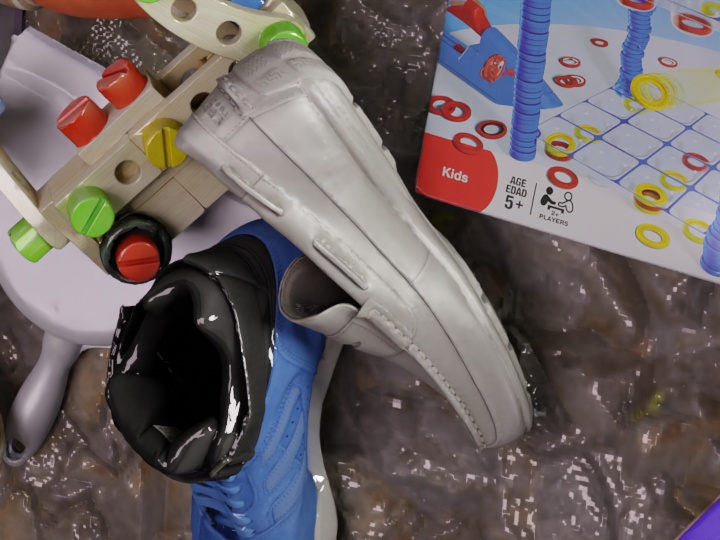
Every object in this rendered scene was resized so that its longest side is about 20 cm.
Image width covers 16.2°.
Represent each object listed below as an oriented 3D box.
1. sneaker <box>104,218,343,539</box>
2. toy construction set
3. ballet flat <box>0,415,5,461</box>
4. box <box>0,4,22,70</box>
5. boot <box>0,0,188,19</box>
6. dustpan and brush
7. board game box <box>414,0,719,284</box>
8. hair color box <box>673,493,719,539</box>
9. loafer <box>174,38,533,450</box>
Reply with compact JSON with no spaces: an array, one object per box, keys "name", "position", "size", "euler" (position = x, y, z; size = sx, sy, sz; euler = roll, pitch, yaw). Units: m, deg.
[{"name":"sneaker","position":[-0.062,0.076,1.047],"size":[0.077,0.111,0.200],"euler":[27,119,30]},{"name":"toy construction set","position":[-0.100,-0.074,1.014],"size":[0.200,0.092,0.131],"euler":[-34,120,21]},{"name":"ballet flat","position":[-0.237,0.053,1.180],"size":[0.200,0.066,0.057],"euler":[24,137,32]},{"name":"box","position":[-0.175,-0.124,1.120],"size":[0.041,0.039,0.200],"euler":[11,105,27]},{"name":"boot","position":[-0.095,-0.198,1.051],"size":[0.107,0.075,0.200],"euler":[16,115,21]},{"name":"dustpan and brush","position":[-0.123,0.007,1.118],"size":[0.139,0.057,0.200],"euler":[29,106,7]},{"name":"board game box","position":[0.133,-0.100,0.952],"size":[0.200,0.056,0.196],"euler":[17,108,24]},{"name":"hair color box","position":[0.180,0.080,0.932],"size":[0.065,0.109,0.200],"euler":[46,116,13]},{"name":"loafer","position":[0.000,0.000,0.996],"size":[0.070,0.070,0.200],"euler":[-37,115,-2]}]
